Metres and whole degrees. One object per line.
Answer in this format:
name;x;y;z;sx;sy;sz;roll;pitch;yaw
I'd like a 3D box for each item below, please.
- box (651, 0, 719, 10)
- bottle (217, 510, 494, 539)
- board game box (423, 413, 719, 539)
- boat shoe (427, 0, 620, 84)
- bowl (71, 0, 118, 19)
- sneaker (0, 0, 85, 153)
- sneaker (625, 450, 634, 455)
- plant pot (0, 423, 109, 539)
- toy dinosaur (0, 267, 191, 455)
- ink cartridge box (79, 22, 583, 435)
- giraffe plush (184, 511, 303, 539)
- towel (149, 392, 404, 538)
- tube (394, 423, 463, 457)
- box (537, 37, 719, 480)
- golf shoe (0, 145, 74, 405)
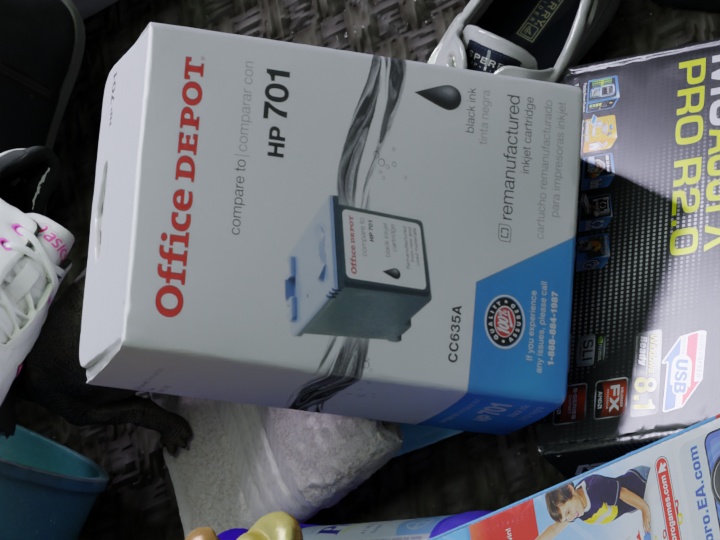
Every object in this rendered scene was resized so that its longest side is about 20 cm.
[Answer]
box;0.157;-0.247;1.385;0.043;0.160;0.201;10;70;36
bottle;-0.013;0.144;1.316;0.199;0.083;0.066;-7;81;33
board game box;0.116;0.174;1.129;0.195;0.056;0.201;-28;62;43
boat shoe;0.064;-0.089;1.397;0.072;0.066;0.200;32;74;18
bowl;-0.182;-0.203;1.632;0.199;0.075;0.201;-26;52;18
sneaker;-0.209;-0.051;1.506;0.074;0.106;0.201;15;96;23
sneaker;0.108;0.169;1.231;0.088;0.075;0.201;-19;54;23
plant pot;-0.242;0.151;1.401;0.200;0.200;0.189;20;91;39
toy dinosaur;-0.110;0.031;1.370;0.200;0.102;0.077;-34;56;36
ink cartridge box;-0.012;-0.016;1.294;0.086;0.199;0.147;148;128;-69
giraffe plush;-0.061;0.193;1.199;0.172;0.201;0.162;-9;40;-14
towel;-0.050;0.032;1.405;0.132;0.034;0.201;-41;51;33
tube;0.000;0.000;1.419;0.077;0.050;0.201;-25;57;26
box;0.164;-0.010;1.319;0.160;0.044;0.201;-9;59;29
golf shoe;-0.172;0.007;1.315;0.092;0.073;0.200;-30;32;14
